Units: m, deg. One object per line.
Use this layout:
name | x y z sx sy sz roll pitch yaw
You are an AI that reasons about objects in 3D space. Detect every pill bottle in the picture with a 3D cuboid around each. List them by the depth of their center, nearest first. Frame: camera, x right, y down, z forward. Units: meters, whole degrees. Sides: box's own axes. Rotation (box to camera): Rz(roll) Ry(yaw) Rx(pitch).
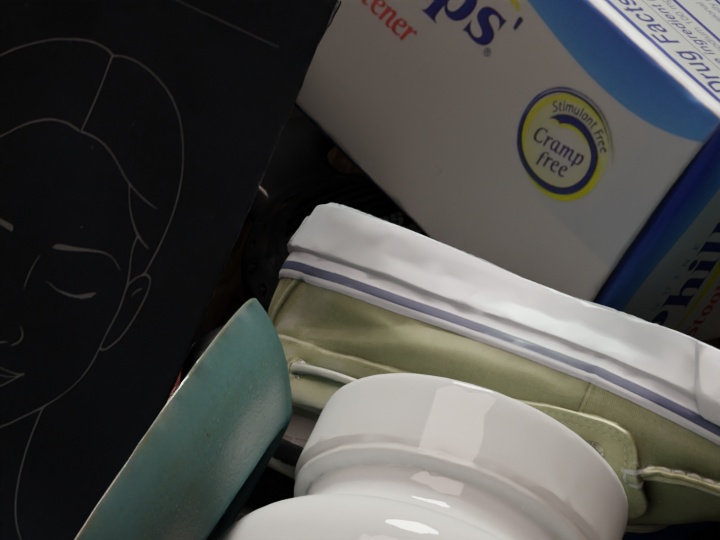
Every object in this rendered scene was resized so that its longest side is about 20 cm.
pill bottle | -0.003 0.129 0.685 0.113 0.113 0.200 10 57 21

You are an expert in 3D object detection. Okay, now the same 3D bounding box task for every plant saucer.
plant saucer | -0.070 0.098 0.739 0.027 0.200 0.200 31 41 2

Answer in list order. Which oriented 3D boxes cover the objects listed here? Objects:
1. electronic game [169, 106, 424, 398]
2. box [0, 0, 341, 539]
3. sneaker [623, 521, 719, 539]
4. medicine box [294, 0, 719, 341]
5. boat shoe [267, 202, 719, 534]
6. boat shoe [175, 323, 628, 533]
electronic game | 0.000 0.000 0.943 0.200 0.042 0.200 4 50 -5
box | -0.145 -0.035 0.825 0.200 0.197 0.124 23 2 -30
sneaker | 0.082 0.112 0.795 0.200 0.070 0.078 -8 44 0
medicine box | 0.086 -0.074 0.927 0.200 0.103 0.182 -10 47 -49
boat shoe | 0.062 0.043 0.786 0.200 0.072 0.062 21 85 24
boat shoe | 0.042 0.055 0.848 0.200 0.060 0.074 13 58 5
